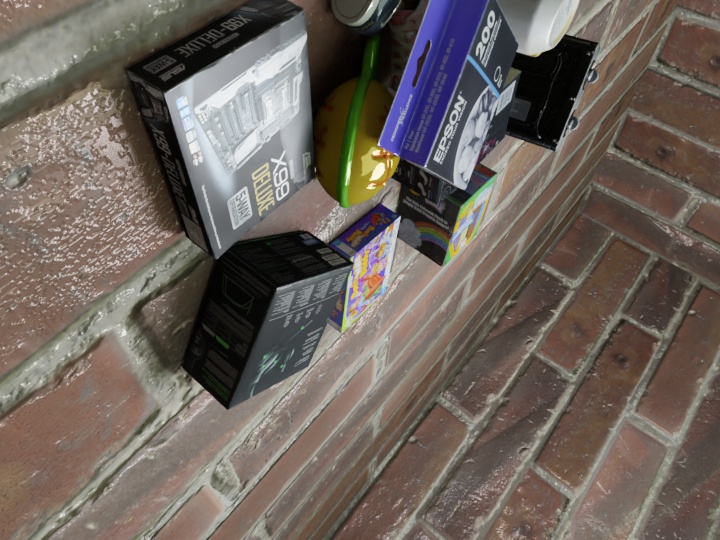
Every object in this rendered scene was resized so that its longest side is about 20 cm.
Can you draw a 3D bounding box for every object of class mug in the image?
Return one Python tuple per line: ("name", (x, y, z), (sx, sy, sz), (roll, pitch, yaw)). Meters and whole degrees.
("mug", (0.215, -0.371, 0.745), (0.186, 0.153, 0.150), (-30, 146, -49))

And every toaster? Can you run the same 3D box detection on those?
("toaster", (0.298, -0.323, 0.966), (0.118, 0.199, 0.182), (-24, 134, -57))

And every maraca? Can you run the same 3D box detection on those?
("maraca", (0.000, -0.172, 0.645), (0.137, 0.106, 0.202), (88, 14, -83))

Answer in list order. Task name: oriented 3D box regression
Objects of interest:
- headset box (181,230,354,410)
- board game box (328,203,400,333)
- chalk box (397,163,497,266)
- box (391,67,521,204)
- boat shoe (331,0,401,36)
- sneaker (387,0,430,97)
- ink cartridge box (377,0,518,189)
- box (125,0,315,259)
("headset box", (-0.121, 0.064, 0.727), (0.174, 0.092, 0.201), (-19, 139, -57))
("board game box", (0.000, 0.000, 0.960), (0.134, 0.045, 0.201), (-41, 154, -34))
("chalk box", (0.154, -0.134, 0.990), (0.124, 0.124, 0.201), (-40, 155, -35))
("box", (0.134, -0.225, 0.833), (0.200, 0.114, 0.133), (-45, 155, -27))
("boat shoe", (0.043, -0.331, 0.543), (0.062, 0.075, 0.201), (-8, 130, -60))
("sneaker", (0.058, -0.266, 0.668), (0.104, 0.075, 0.201), (2, 125, -42))
("ink cartridge box", (0.111, -0.209, 0.636), (0.199, 0.043, 0.200), (5, 107, -60))
("box", (-0.115, -0.130, 0.523), (0.158, 0.050, 0.201), (-44, 155, -29))
